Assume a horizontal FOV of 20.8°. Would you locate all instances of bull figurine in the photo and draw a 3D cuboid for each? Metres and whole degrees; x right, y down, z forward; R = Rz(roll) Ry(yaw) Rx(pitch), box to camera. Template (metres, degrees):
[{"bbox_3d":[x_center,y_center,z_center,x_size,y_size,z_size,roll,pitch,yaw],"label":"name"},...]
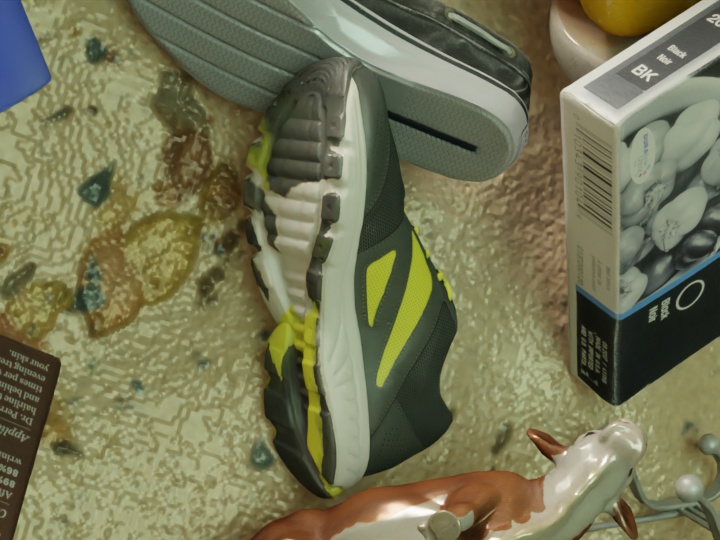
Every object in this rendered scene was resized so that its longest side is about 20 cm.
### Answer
[{"bbox_3d":[0.030,0.119,0.839,0.200,0.121,0.065,-20,88,14],"label":"bull figurine"}]

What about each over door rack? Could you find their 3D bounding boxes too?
[{"bbox_3d":[0.129,0.131,0.894,0.200,0.148,0.067,-16,113,-24],"label":"over door rack"}]

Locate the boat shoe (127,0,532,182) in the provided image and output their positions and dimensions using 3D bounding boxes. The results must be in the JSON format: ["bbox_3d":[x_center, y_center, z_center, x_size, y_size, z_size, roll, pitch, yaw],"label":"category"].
[{"bbox_3d":[-0.013,-0.107,0.898,0.200,0.072,0.071,28,43,-9],"label":"boat shoe"}]

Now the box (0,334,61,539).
[{"bbox_3d":[-0.194,0.112,0.762,0.100,0.075,0.200,26,52,-20],"label":"box"}]

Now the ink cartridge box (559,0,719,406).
[{"bbox_3d":[0.181,-0.055,0.923,0.200,0.043,0.198,-34,143,-20],"label":"ink cartridge box"}]

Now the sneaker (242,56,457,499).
[{"bbox_3d":[0.000,0.000,0.888,0.085,0.074,0.200,-12,112,-35],"label":"sneaker"}]

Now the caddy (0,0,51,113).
[{"bbox_3d":[-0.221,-0.081,0.758,0.200,0.141,0.105,-33,106,-32],"label":"caddy"}]

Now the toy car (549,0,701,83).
[{"bbox_3d":[0.153,-0.186,0.937,0.200,0.175,0.150,-22,54,-37],"label":"toy car"}]
